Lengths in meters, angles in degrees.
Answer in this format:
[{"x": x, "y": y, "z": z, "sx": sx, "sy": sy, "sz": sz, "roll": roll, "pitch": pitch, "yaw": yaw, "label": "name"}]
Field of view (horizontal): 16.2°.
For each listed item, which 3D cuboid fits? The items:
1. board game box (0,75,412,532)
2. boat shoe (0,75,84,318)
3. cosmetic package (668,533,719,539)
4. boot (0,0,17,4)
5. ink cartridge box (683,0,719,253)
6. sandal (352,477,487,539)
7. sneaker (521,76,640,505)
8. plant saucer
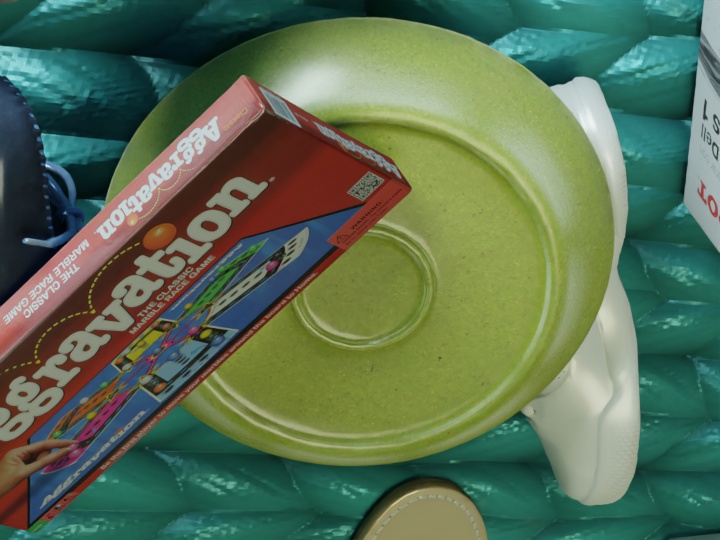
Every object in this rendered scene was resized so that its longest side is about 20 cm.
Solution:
[{"x": -0.081, "y": 0.018, "z": 0.905, "sx": 0.200, "sy": 0.019, "sz": 0.103, "roll": -43, "pitch": 148, "yaw": 14, "label": "board game box"}, {"x": -0.126, "y": -0.001, "z": 0.932, "sx": 0.068, "sy": 0.084, "sz": 0.200, "roll": -18, "pitch": 149, "yaw": -21, "label": "boat shoe"}, {"x": 0.234, "y": 0.237, "z": 1.254, "sx": 0.199, "sy": 0.123, "sz": 0.201, "roll": -4, "pitch": 129, "yaw": -23, "label": "cosmetic package"}, {"x": -0.105, "y": -0.199, "z": 0.777, "sx": 0.165, "sy": 0.066, "sz": 0.200, "roll": -38, "pitch": 136, "yaw": -5, "label": "boot"}, {"x": 0.195, "y": -0.069, "z": 0.970, "sx": 0.084, "sy": 0.146, "sz": 0.201, "roll": -12, "pitch": 130, "yaw": -15, "label": "ink cartridge box"}, {"x": 0.021, "y": 0.198, "z": 1.154, "sx": 0.077, "sy": 0.070, "sz": 0.212, "roll": 2, "pitch": 125, "yaw": -27, "label": "sandal"}, {"x": 0.065, "y": 0.015, "z": 1.038, "sx": 0.088, "sy": 0.075, "sz": 0.201, "roll": -12, "pitch": 123, "yaw": -4, "label": "sneaker"}, {"x": 0.000, "y": 0.000, "z": 0.969, "sx": 0.199, "sy": 0.031, "sz": 0.201, "roll": -2, "pitch": 121, "yaw": -3, "label": "plant saucer"}]
